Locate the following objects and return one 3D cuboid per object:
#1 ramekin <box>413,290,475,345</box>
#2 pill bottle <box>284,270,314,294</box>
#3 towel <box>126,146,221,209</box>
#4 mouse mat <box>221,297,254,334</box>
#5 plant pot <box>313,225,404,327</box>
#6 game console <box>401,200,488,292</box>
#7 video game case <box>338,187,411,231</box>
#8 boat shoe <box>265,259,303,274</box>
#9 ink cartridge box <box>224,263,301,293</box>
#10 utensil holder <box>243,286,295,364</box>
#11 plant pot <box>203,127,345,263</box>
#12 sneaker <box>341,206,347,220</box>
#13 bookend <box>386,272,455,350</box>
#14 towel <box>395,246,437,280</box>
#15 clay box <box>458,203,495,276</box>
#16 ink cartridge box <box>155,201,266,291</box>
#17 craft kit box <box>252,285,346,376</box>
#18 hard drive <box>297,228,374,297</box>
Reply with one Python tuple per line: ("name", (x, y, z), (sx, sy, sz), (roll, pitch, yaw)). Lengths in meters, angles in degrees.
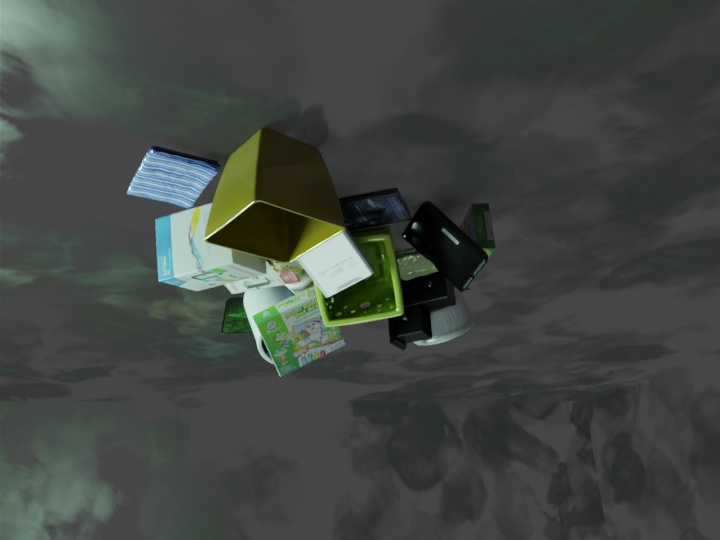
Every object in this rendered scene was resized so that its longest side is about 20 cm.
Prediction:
("ramekin", (0.237, 0.137, 2.037), (0.197, 0.099, 0.201), (-20, -169, 4))
("pill bottle", (-0.133, 0.024, 1.797), (0.109, 0.113, 0.200), (-9, 157, 15))
("towel", (-0.382, -0.184, 1.379), (0.143, 0.024, 0.199), (11, 154, -29))
("mouse mat", (-0.305, 0.129, 1.994), (0.196, 0.162, 0.008), (-2, 127, -3))
("plant pot", (0.000, 0.000, 1.616), (0.196, 0.203, 0.182), (-8, -165, 9))
("game console", (0.206, -0.056, 1.602), (0.116, 0.200, 0.177), (-33, 162, -48))
("video game case", (0.007, -0.135, 1.555), (0.196, 0.019, 0.143), (-10, 157, 15))
("boat shoe", (-0.175, -0.027, 1.517), (0.069, 0.074, 0.199), (-47, 154, 12))
("ink cartridge box", (-0.257, -0.027, 1.660), (0.196, 0.086, 0.146), (-9, 142, 17))
("utensil holder", (-0.224, 0.128, 1.850), (0.167, 0.201, 0.173), (-13, 126, -18))
("plant pot", (-0.165, -0.147, 1.291), (0.198, 0.180, 0.199), (15, 151, -37))
("sneaker", (-0.126, -0.112, 1.500), (0.196, 0.075, 0.089), (4, 138, 4))
("bookend", (0.180, 0.102, 1.912), (0.196, 0.204, 0.092), (-13, 157, 25))
("towel", (0.171, -0.026, 1.817), (0.197, 0.037, 0.148), (-13, 155, 23))
("clay box", (0.271, -0.064, 1.632), (0.047, 0.117, 0.201), (-2, 159, -6))
("ink cartridge box", (-0.332, -0.054, 1.514), (0.197, 0.149, 0.146), (-13, 165, 21))
("craft kit box", (-0.154, 0.154, 1.747), (0.197, 0.049, 0.200), (-26, 126, -9))
("hard drive", (-0.075, -0.044, 1.469), (0.130, 0.026, 0.201), (-27, 118, 18))
